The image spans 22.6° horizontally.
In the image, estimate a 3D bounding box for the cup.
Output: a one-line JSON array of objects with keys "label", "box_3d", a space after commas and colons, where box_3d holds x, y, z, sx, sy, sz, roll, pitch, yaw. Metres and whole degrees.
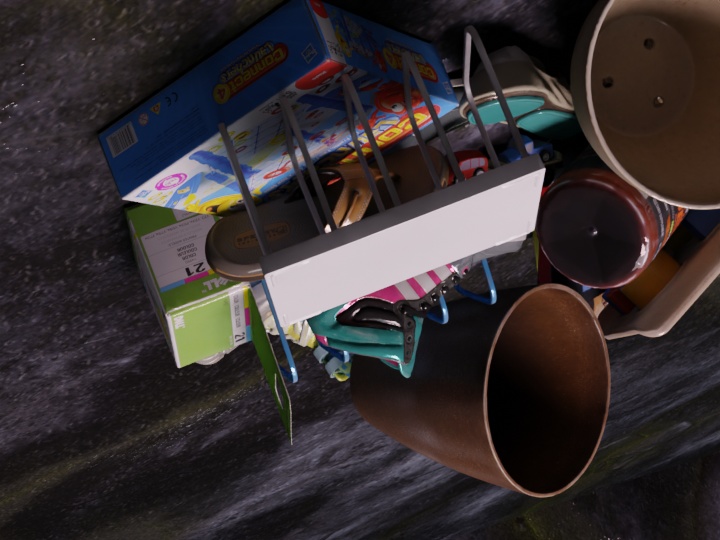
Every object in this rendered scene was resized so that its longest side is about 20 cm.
[{"label": "cup", "box_3d": [0.245, -0.155, 1.430, 0.199, 0.201, 0.143, -19, -169, -12]}]

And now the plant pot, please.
[{"label": "plant pot", "box_3d": [0.094, 0.103, 1.644, 0.199, 0.188, 0.186, 1, -177, 43]}]

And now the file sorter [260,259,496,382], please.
[{"label": "file sorter", "box_3d": [0.000, 0.000, 1.556, 0.199, 0.123, 0.139, -21, -169, -11]}]

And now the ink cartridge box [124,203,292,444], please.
[{"label": "ink cartridge box", "box_3d": [-0.124, 0.048, 1.497, 0.075, 0.201, 0.148, -19, 162, -9]}]

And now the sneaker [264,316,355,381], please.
[{"label": "sneaker", "box_3d": [-0.055, 0.053, 1.716, 0.199, 0.131, 0.080, -12, 161, -27]}]

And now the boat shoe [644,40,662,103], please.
[{"label": "boat shoe", "box_3d": [0.306, -0.171, 1.615, 0.199, 0.063, 0.073, -4, 154, -48]}]

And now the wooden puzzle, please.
[{"label": "wooden puzzle", "box_3d": [0.285, -0.019, 1.612, 0.185, 0.046, 0.200, -48, -177, -4]}]

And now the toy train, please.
[{"label": "toy train", "box_3d": [0.083, -0.076, 1.471, 0.199, 0.046, 0.034, -15, -159, -29]}]

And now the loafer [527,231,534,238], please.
[{"label": "loafer", "box_3d": [0.154, -0.070, 1.728, 0.200, 0.063, 0.072, 5, 105, -53]}]

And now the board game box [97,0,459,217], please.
[{"label": "board game box", "box_3d": [-0.058, -0.113, 1.346, 0.200, 0.056, 0.196, -31, 161, 25]}]

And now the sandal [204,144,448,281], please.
[{"label": "sandal", "box_3d": [-0.027, -0.051, 1.381, 0.199, 0.082, 0.055, -16, 141, -1]}]

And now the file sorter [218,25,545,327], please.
[{"label": "file sorter", "box_3d": [0.011, -0.066, 1.266, 0.199, 0.125, 0.139, -21, 164, -4]}]

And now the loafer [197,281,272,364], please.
[{"label": "loafer", "box_3d": [-0.088, 0.005, 1.642, 0.200, 0.070, 0.070, -36, 170, -18]}]

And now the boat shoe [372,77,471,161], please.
[{"label": "boat shoe", "box_3d": [0.021, -0.096, 1.483, 0.199, 0.062, 0.073, -23, 162, -1]}]

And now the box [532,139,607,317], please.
[{"label": "box", "box_3d": [0.204, -0.036, 1.714, 0.075, 0.050, 0.201, -41, 137, -29]}]

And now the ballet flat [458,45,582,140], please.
[{"label": "ballet flat", "box_3d": [0.126, -0.147, 1.454, 0.069, 0.070, 0.200, -29, 165, 21]}]

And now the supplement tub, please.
[{"label": "supplement tub", "box_3d": [0.233, -0.073, 1.545, 0.107, 0.107, 0.200, -38, -175, 40]}]

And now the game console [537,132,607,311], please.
[{"label": "game console", "box_3d": [0.237, -0.068, 1.665, 0.200, 0.031, 0.178, -28, 131, -36]}]

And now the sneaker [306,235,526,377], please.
[{"label": "sneaker", "box_3d": [0.044, 0.023, 1.457, 0.199, 0.121, 0.084, -9, -169, -12]}]
